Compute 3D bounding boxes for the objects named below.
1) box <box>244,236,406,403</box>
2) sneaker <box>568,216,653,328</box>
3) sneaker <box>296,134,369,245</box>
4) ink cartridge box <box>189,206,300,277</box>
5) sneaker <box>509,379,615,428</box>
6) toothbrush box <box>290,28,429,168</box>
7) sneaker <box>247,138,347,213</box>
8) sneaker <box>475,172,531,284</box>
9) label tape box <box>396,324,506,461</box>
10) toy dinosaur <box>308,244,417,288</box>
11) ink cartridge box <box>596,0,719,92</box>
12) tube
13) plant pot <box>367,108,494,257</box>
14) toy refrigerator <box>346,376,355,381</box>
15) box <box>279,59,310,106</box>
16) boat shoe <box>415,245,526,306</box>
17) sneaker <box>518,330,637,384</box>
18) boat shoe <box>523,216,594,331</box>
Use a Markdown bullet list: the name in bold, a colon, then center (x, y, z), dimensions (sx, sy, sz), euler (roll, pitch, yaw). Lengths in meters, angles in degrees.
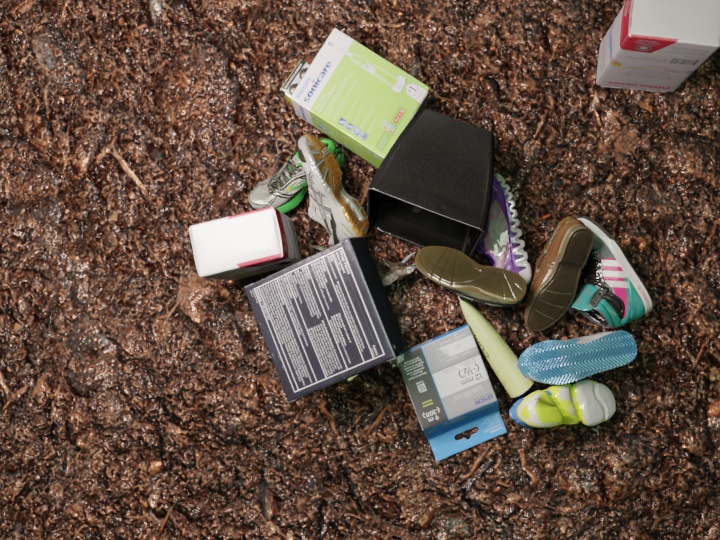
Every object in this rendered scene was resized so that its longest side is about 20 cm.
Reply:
- **box**: center (-0.053, 0.077, 1.121), dimensions (0.195, 0.123, 0.204), euler (-23, 88, 15)
- **sneaker**: center (0.403, 0.018, 1.186), dimensions (0.119, 0.084, 0.202), euler (-34, 86, -8)
- **sneaker**: center (-0.068, -0.129, 1.173), dimensions (0.086, 0.076, 0.203), euler (-20, 105, 34)
- **ink cartridge box**: center (-0.189, -0.042, 1.166), dimensions (0.144, 0.200, 0.088), euler (-14, 86, 4)
- **sneaker**: center (0.343, 0.233, 1.185), dimensions (0.195, 0.105, 0.078), euler (3, 75, -25)
- **toothbrush box**: center (0.000, -0.293, 1.183), dimensions (0.197, 0.086, 0.148), euler (32, 85, 4)
- **sneaker**: center (-0.122, -0.175, 1.228), dimensions (0.198, 0.085, 0.079), euler (-34, 64, 0)
- **sneaker**: center (0.240, -0.068, 1.206), dimensions (0.086, 0.080, 0.206), euler (-13, 86, 11)
- **label tape box**: center (0.161, 0.217, 1.198), dimensions (0.140, 0.066, 0.204), euler (-21, 83, 3)
- **toy dinosaur**: center (0.000, 0.000, 1.223), dimensions (0.196, 0.078, 0.103), euler (20, 43, 17)
- **ink cartridge box**: center (0.492, -0.378, 1.141), dimensions (0.143, 0.200, 0.088), euler (7, 86, 5)
- **tube**: center (0.228, 0.126, 1.199), dimensions (0.052, 0.058, 0.202), euler (-33, 89, -33)
- **plant pot**: center (0.133, -0.151, 1.167), dimensions (0.196, 0.200, 0.181), euler (21, 78, 6)
- **toy refrigerator**: center (-0.046, 0.091, 1.219), dimensions (0.075, 0.070, 0.202), euler (-34, 84, 2)
- **box**: center (-0.049, -0.294, 1.253), dimensions (0.198, 0.050, 0.076), euler (38, 88, 5)
- **boat shoe**: center (0.186, 0.019, 1.173), dimensions (0.196, 0.066, 0.073), euler (18, 64, 19)
- **sneaker**: center (0.367, 0.153, 1.173), dimensions (0.194, 0.081, 0.079), euler (-8, 77, 0)
- **boat shoe**: center (0.336, 0.007, 1.178), dimensions (0.070, 0.068, 0.204), euler (18, 110, -20)
